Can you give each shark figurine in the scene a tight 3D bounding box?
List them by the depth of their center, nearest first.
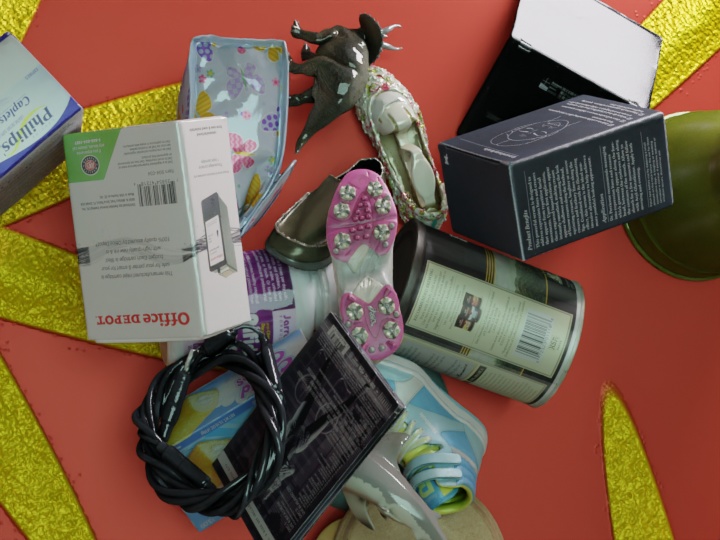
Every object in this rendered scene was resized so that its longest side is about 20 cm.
[{"bbox_3d":[0.037,0.208,1.410,0.213,0.129,0.090,33,61,13],"label":"shark figurine"}]

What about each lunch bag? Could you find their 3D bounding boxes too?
[{"bbox_3d":[-0.130,-0.123,1.498,0.125,0.170,0.203,4,82,-8],"label":"lunch bag"}]

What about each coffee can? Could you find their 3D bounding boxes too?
[{"bbox_3d":[0.121,0.048,1.556,0.198,0.146,0.148,20,80,-12],"label":"coffee can"}]

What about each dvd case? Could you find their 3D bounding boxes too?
[{"bbox_3d":[-0.053,0.160,1.374,0.016,0.149,0.201,28,106,-42],"label":"dvd case"}]

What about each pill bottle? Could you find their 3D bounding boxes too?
[{"bbox_3d":[-0.114,0.036,1.516,0.197,0.112,0.114,-8,86,-14],"label":"pill bottle"}]

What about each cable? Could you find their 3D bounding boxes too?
[{"bbox_3d":[-0.144,0.150,1.387,0.161,0.051,0.202,-23,52,9],"label":"cable"}]

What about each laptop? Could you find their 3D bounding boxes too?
[{"bbox_3d":[0.235,-0.216,1.682,0.186,0.116,0.201,27,107,-9],"label":"laptop"}]

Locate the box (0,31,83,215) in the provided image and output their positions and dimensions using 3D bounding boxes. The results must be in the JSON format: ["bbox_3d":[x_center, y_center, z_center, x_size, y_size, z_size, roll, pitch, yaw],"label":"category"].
[{"bbox_3d":[-0.376,-0.118,1.420,0.184,0.200,0.105,-43,94,-14],"label":"box"}]

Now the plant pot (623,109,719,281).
[{"bbox_3d":[0.417,-0.097,1.621,0.197,0.193,0.203,1,84,-13],"label":"plant pot"}]

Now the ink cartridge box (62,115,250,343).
[{"bbox_3d":[-0.195,-0.038,1.381,0.144,0.084,0.203,-3,97,30],"label":"ink cartridge box"}]

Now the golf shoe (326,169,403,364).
[{"bbox_3d":[0.000,0.000,1.464,0.074,0.092,0.203,0,72,-6],"label":"golf shoe"}]

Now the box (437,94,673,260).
[{"bbox_3d":[0.208,-0.104,1.544,0.198,0.148,0.108,-19,111,-21],"label":"box"}]

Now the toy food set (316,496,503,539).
[{"bbox_3d":[0.061,0.317,1.527,0.199,0.049,0.198,-38,79,-18],"label":"toy food set"}]

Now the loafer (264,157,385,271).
[{"bbox_3d":[-0.034,-0.067,1.522,0.075,0.070,0.200,26,36,15],"label":"loafer"}]

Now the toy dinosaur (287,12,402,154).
[{"bbox_3d":[-0.029,-0.215,1.555,0.101,0.077,0.202,7,52,16],"label":"toy dinosaur"}]

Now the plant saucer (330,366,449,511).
[{"bbox_3d":[0.011,0.164,1.574,0.197,0.036,0.203,1,85,-14],"label":"plant saucer"}]

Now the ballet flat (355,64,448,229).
[{"bbox_3d":[0.051,-0.140,1.600,0.075,0.064,0.202,-25,90,-13],"label":"ballet flat"}]

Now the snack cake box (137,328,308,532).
[{"bbox_3d":[-0.113,0.164,1.482,0.199,0.067,0.116,-31,122,-1],"label":"snack cake box"}]

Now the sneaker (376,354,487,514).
[{"bbox_3d":[0.051,0.174,1.486,0.199,0.079,0.131,34,37,-19],"label":"sneaker"}]
